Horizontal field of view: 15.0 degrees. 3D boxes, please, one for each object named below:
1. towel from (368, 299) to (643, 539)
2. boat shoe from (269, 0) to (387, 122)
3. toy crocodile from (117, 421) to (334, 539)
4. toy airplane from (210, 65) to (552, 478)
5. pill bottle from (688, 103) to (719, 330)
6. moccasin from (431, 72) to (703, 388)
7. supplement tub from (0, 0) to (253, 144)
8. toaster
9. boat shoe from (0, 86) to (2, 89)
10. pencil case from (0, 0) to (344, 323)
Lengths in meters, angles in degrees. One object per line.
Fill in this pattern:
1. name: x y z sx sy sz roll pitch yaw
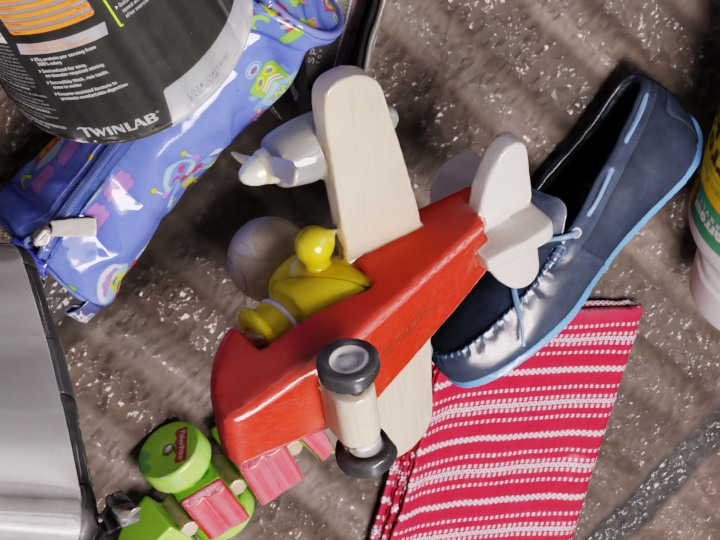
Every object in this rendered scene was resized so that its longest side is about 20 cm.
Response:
1. towel: 0.082 0.109 1.589 0.145 0.022 0.200 -1 118 -32
2. boat shoe: -0.004 -0.161 1.348 0.067 0.057 0.200 0 117 -29
3. toy crocodile: -0.051 0.096 1.474 0.200 0.062 0.068 -39 131 -5
4. toy airplane: 0.000 0.000 1.375 0.199 0.141 0.200 7 103 -59
5. pill bottle: 0.243 -0.054 1.500 0.113 0.113 0.200 -15 143 -23
6. moccasin: 0.099 -0.027 1.492 0.200 0.080 0.068 -50 126 -14
7. supplement tub: -0.132 -0.153 1.155 0.123 0.123 0.200 -38 144 -6
8. toaster: -0.206 0.094 1.268 0.119 0.181 0.200 5 138 -30
9. boat shoe: -0.198 -0.090 1.270 0.200 0.065 0.072 -41 129 -4
10. pencil case: -0.096 -0.072 1.313 0.078 0.087 0.200 42 105 3
